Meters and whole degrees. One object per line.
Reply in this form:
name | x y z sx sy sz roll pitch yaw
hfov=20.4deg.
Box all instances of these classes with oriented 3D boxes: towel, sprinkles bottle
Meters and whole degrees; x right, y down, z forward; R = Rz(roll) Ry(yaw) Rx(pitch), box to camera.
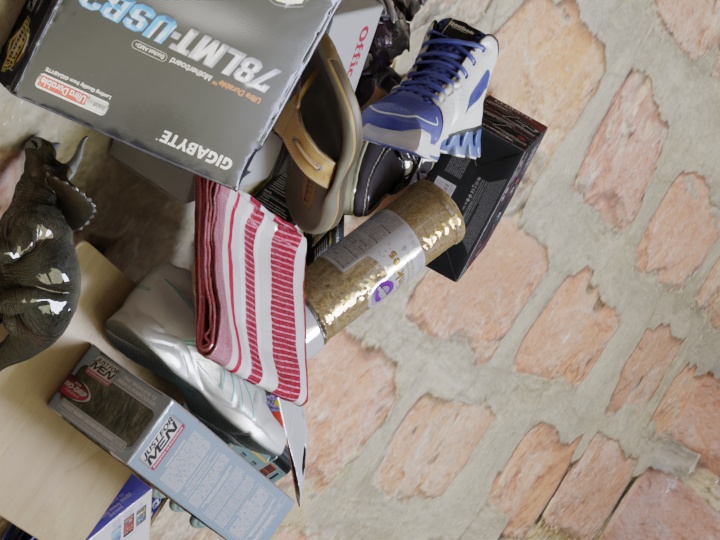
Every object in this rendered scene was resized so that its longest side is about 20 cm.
towel | -0.079 0.017 1.537 0.200 0.023 0.145 38 48 -65
sprinkles bottle | 0.000 0.000 1.761 0.200 0.068 0.068 -38 151 -21

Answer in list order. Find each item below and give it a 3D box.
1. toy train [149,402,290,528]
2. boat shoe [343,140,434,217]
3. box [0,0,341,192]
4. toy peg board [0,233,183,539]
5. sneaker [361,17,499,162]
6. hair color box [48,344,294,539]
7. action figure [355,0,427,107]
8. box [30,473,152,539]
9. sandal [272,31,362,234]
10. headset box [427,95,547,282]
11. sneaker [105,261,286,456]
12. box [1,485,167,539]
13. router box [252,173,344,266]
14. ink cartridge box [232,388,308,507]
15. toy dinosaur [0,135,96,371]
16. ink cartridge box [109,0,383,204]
toy train | -0.137 0.164 1.821 0.114 0.085 0.200 -33 154 1
boat shoe | 0.038 -0.110 1.825 0.200 0.064 0.072 -56 160 -53
box | -0.122 -0.179 1.376 0.199 0.050 0.199 24 99 -36
toy peg board | -0.248 0.085 1.547 0.201 0.098 0.199 -56 142 -9
sneaker | 0.060 -0.158 1.708 0.199 0.080 0.116 -13 118 -68
hair color box | -0.142 0.142 1.543 0.061 0.099 0.200 -53 142 -9
action figure | 0.004 -0.173 1.732 0.201 0.069 0.130 -55 149 -18
box | -0.237 0.262 1.753 0.119 0.041 0.201 -38 153 -36
sandal | -0.041 -0.098 1.524 0.054 0.081 0.201 -18 145 -24
headset box | 0.114 -0.087 2.001 0.149 0.075 0.200 -63 175 15
sneaker | -0.109 0.072 1.546 0.200 0.070 0.081 50 61 -38
box | -0.250 0.235 1.784 0.122 0.032 0.200 -58 156 2
router box | -0.076 0.007 1.816 0.149 0.051 0.201 -45 155 -31
ink cartridge box | -0.085 0.086 1.655 0.109 0.050 0.201 -85 166 -64
toy dinosaur | -0.233 0.006 1.404 0.102 0.077 0.202 -1 95 -26
ink cartridge box | -0.085 -0.148 1.556 0.200 0.083 0.146 -22 138 -54
